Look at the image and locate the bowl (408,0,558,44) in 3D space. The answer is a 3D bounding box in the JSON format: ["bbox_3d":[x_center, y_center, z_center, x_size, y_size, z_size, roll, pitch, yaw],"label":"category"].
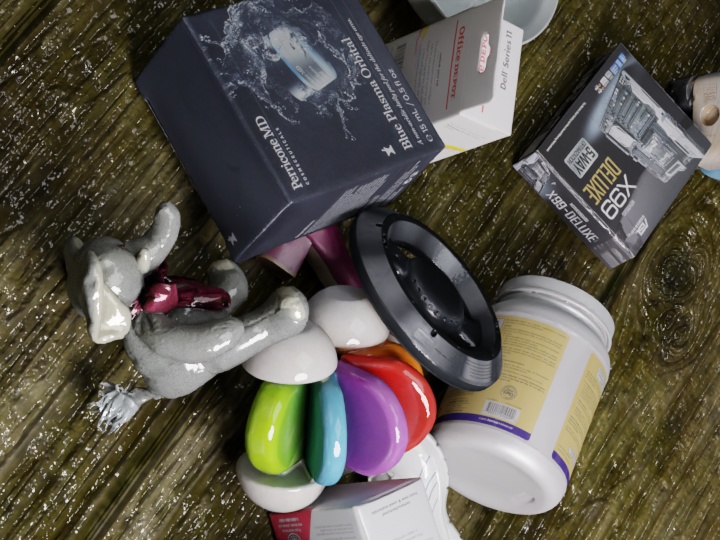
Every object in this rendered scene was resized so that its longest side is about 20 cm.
[{"bbox_3d":[0.104,-0.315,1.865,0.200,0.090,0.202,8,76,-37],"label":"bowl"}]

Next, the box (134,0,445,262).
[{"bbox_3d":[-0.063,-0.141,1.650,0.200,0.117,0.197,-23,78,-39],"label":"box"}]

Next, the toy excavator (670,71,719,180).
[{"bbox_3d":[0.455,-0.189,2.123,0.200,0.100,0.195,18,71,-48],"label":"toy excavator"}]

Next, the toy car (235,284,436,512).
[{"bbox_3d":[-0.015,0.122,1.601,0.200,0.149,0.176,-29,130,-53],"label":"toy car"}]

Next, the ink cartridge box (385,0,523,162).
[{"bbox_3d":[0.090,-0.178,1.753,0.067,0.200,0.118,21,69,-33],"label":"ink cartridge box"}]

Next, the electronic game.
[{"bbox_3d":[0.062,0.025,1.677,0.200,0.042,0.200,40,26,-24],"label":"electronic game"}]

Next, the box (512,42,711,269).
[{"bbox_3d":[0.275,-0.125,1.969,0.158,0.050,0.200,46,56,-9],"label":"box"}]

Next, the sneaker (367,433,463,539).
[{"bbox_3d":[0.042,0.226,1.704,0.087,0.074,0.201,-22,93,-47],"label":"sneaker"}]

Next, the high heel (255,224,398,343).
[{"bbox_3d":[0.000,0.000,1.727,0.200,0.067,0.096,37,71,-22],"label":"high heel"}]

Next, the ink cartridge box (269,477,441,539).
[{"bbox_3d":[0.013,0.294,1.627,0.085,0.147,0.201,-21,95,-37],"label":"ink cartridge box"}]

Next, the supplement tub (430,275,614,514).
[{"bbox_3d":[0.160,0.121,1.780,0.145,0.145,0.201,40,59,-25],"label":"supplement tub"}]

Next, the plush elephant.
[{"bbox_3d":[-0.175,0.019,1.517,0.200,0.165,0.155,-36,115,-10],"label":"plush elephant"}]
